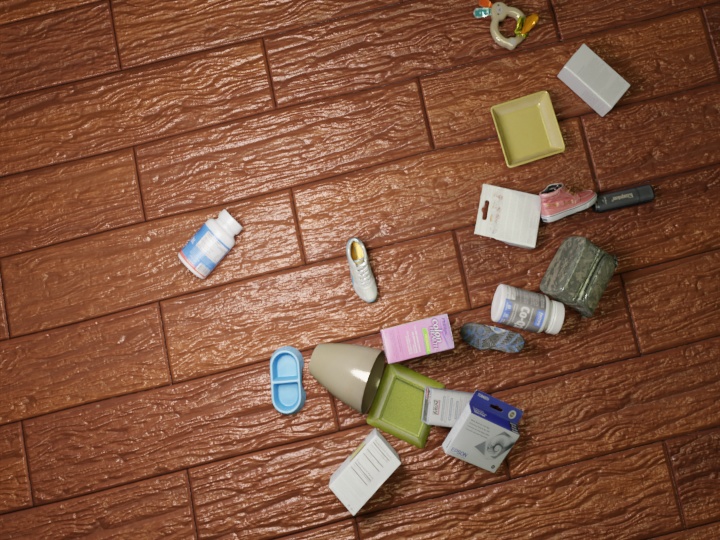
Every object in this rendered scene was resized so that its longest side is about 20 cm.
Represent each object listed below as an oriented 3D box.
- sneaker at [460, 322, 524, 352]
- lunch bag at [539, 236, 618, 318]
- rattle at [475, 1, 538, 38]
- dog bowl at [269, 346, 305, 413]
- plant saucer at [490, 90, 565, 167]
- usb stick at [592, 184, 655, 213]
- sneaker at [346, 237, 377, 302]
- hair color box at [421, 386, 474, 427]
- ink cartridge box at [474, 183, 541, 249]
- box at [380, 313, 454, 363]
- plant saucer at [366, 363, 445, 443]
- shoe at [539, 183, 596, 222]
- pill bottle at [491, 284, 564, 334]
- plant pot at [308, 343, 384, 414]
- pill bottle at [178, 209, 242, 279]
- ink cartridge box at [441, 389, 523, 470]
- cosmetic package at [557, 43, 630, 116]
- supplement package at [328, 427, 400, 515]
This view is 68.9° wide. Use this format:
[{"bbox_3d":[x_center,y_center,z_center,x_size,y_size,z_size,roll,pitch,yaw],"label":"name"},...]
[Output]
[{"bbox_3d":[0.399,0.209,1.596,0.193,0.077,0.079,14,88,21],"label":"sneaker"},{"bbox_3d":[0.668,0.018,1.582,0.164,0.139,0.205,30,85,-12],"label":"lunch bag"},{"bbox_3d":[0.456,-0.816,1.668,0.129,0.143,0.202,-40,91,15],"label":"rattle"},{"bbox_3d":[-0.225,0.337,1.601,0.107,0.050,0.209,-4,84,1],"label":"dog bowl"},{"bbox_3d":[0.526,-0.443,1.669,0.192,0.048,0.208,-16,84,-1],"label":"plant saucer"},{"bbox_3d":[0.825,-0.225,1.650,0.192,0.033,0.058,-12,85,0],"label":"usb stick"},{"bbox_3d":[0.000,0.000,1.617,0.074,0.081,0.207,-19,85,-3],"label":"sneaker"},{"bbox_3d":[0.282,0.409,1.553,0.192,0.060,0.103,11,83,-17],"label":"hair color box"},{"bbox_3d":[0.462,-0.169,1.646,0.192,0.050,0.168,12,85,5],"label":"ink cartridge box"},{"bbox_3d":[0.161,0.200,1.545,0.192,0.176,0.101,-14,83,-1],"label":"box"},{"bbox_3d":[0.139,0.407,1.589,0.194,0.048,0.206,22,85,4],"label":"plant saucer"},{"bbox_3d":[0.638,-0.228,1.611,0.194,0.072,0.094,-23,112,-9],"label":"shoe"},{"bbox_3d":[0.502,0.120,1.579,0.192,0.114,0.118,14,84,3],"label":"pill bottle"},{"bbox_3d":[-0.049,0.295,1.551,0.193,0.187,0.194,18,84,16],"label":"plant pot"},{"bbox_3d":[-0.457,-0.085,1.618,0.112,0.112,0.201,41,85,5],"label":"pill bottle"},{"bbox_3d":[0.363,0.470,1.521,0.195,0.041,0.205,25,102,-19],"label":"ink cartridge box"},{"bbox_3d":[0.740,-0.604,1.670,0.200,0.071,0.102,44,87,5],"label":"cosmetic package"},{"bbox_3d":[0.013,0.585,1.540,0.110,0.114,0.200,44,85,4],"label":"supplement package"}]
